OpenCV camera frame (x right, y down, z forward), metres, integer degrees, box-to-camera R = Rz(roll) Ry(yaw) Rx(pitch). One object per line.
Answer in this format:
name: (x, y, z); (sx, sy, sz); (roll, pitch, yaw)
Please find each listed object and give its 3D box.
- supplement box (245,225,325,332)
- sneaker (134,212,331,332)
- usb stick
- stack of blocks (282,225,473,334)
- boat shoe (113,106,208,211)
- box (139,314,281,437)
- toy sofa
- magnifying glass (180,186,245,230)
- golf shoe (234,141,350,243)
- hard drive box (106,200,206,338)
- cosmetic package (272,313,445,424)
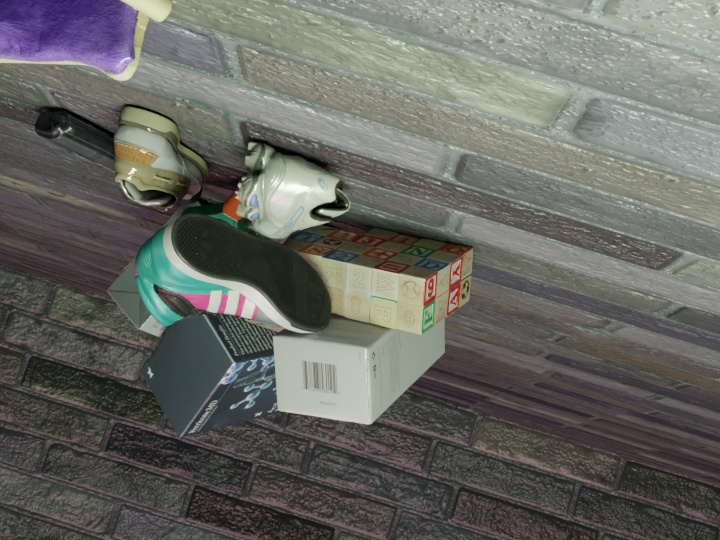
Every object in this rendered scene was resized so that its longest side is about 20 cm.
supplement box: (-0.015, 0.030, 1.399); (0.200, 0.126, 0.074); (20, 171, -23)
sneaker: (-0.133, 0.018, 1.150); (0.121, 0.084, 0.200); (-19, 143, 41)
usb stick: (-0.246, -0.114, 1.256); (0.055, 0.033, 0.200); (8, 168, 40)
stack of blocks: (0.000, 0.000, 1.243); (0.200, 0.059, 0.115); (13, -158, 26)
boat shoe: (-0.199, -0.095, 1.173); (0.075, 0.068, 0.200); (16, 171, 9)
box: (-0.133, 0.099, 1.462); (0.200, 0.148, 0.107); (-9, -124, -45)
toy sofa: (-0.192, -0.165, 0.651); (0.200, 0.098, 0.083); (11, 169, 39)
magnifying glass: (-0.142, -0.056, 1.300); (0.080, 0.022, 0.200); (30, 152, -12)
golf shoe: (-0.059, -0.056, 1.141); (0.097, 0.078, 0.200); (11, 172, 1)
hard drive box: (-0.187, 0.017, 1.500); (0.077, 0.156, 0.200); (45, -175, 29)
cosmetic package: (0.004, 0.075, 1.251); (0.108, 0.085, 0.200); (6, -162, 26)
